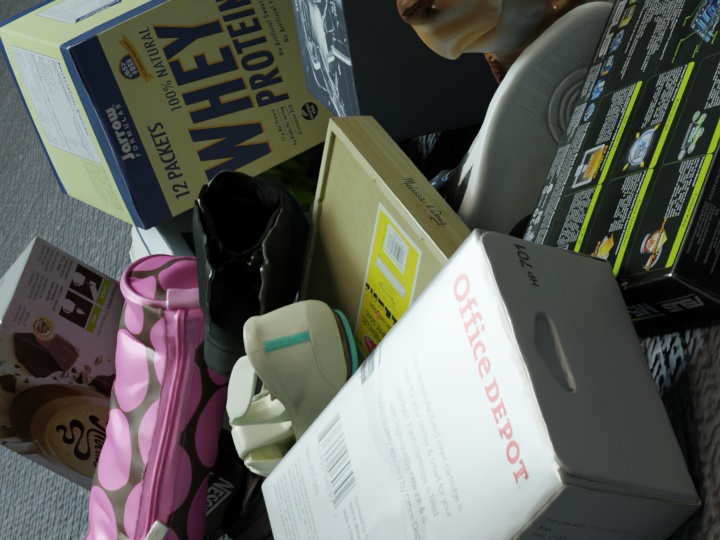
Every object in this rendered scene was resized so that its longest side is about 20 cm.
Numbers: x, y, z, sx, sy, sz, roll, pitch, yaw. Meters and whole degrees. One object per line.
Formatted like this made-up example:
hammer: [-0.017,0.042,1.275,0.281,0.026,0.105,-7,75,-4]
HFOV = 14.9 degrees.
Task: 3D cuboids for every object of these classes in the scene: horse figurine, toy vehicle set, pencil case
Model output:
horse figurine: [0.081,-0.145,1.457,0.132,0.199,0.050,-38,65,31]
toy vehicle set: [0.022,0.019,1.444,0.200,0.026,0.125,-127,42,-51]
pencil case: [-0.117,0.094,1.638,0.094,0.090,0.201,-52,-29,-75]

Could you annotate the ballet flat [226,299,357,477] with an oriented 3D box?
ballet flat: [-0.042,0.075,1.493,0.200,0.069,0.070,95,-169,-62]

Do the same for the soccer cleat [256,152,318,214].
soccer cleat: [-0.065,-0.042,1.913,0.200,0.067,0.081,-97,28,-72]

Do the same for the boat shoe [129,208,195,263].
boat shoe: [-0.119,0.031,1.898,0.202,0.074,0.086,58,142,42]

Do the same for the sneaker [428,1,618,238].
sneaker: [0.078,-0.061,1.492,0.201,0.073,0.112,-62,18,6]

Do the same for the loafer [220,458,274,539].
loafer: [-0.036,0.089,1.623,0.200,0.063,0.072,-50,21,36]

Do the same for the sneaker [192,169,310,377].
sneaker: [-0.061,-0.019,1.534,0.200,0.060,0.105,-84,-5,-52]

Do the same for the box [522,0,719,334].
box: [0.153,-0.066,1.330,0.193,0.047,0.201,-15,50,65]

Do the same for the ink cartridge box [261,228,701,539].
ink cartridge box: [0.049,0.102,1.256,0.200,0.086,0.147,-49,42,35]

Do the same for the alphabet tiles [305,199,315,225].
alphabet tiles: [-0.021,-0.036,1.731,0.168,0.008,0.200,-58,-3,22]

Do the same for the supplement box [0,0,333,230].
supplement box: [-0.118,-0.141,1.891,0.199,0.135,0.200,-27,18,-16]

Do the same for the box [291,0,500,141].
box: [0.016,-0.196,1.654,0.182,0.104,0.201,-133,32,-71]

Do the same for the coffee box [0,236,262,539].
coffee box: [-0.153,0.080,1.745,0.113,0.199,0.080,-46,21,46]
